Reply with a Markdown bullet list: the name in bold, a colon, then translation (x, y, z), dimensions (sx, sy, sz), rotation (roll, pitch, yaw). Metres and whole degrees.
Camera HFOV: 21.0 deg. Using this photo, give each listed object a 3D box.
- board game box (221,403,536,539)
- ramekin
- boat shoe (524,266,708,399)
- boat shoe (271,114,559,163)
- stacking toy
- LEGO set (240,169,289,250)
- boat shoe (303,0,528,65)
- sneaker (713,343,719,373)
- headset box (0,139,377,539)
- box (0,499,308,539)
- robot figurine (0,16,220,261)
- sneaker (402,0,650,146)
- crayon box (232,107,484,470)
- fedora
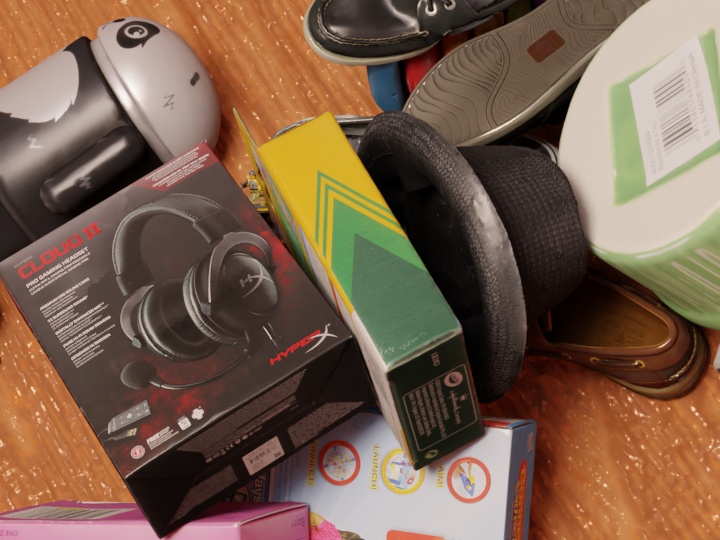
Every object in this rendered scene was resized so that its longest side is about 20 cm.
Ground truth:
- **board game box**: translation (0.000, 0.180, 1.184), dimensions (0.195, 0.056, 0.201), rotation (6, 93, 21)
- **ramekin**: translation (0.209, -0.074, 1.146), dimensions (0.200, 0.097, 0.201), rotation (-30, 49, 41)
- **boat shoe**: translation (0.121, 0.021, 1.228), dimensions (0.199, 0.068, 0.072), rotation (18, 78, 24)
- **boat shoe**: translation (0.037, -0.074, 1.292), dimensions (0.199, 0.068, 0.074), rotation (10, 74, 22)
- **stacking toy**: translation (0.100, -0.177, 1.300), dimensions (0.199, 0.116, 0.110), rotation (-7, 71, 4)
- **LEGO set**: translation (-0.098, -0.004, 1.264), dimensions (0.199, 0.154, 0.116), rotation (0, 98, 31)
- **boat shoe**: translation (0.060, -0.186, 1.222), dimensions (0.199, 0.066, 0.075), rotation (-15, 79, -12)
- **sneaker**: translation (0.247, 0.021, 1.181), dimensions (0.088, 0.074, 0.201), rotation (-22, 65, 8)
- **headset box**: translation (-0.107, 0.030, 1.125), dimensions (0.148, 0.077, 0.200), rotation (-31, 55, -9)
- **box**: translation (-0.125, 0.241, 1.151), dimensions (0.175, 0.097, 0.201), rotation (-2, 90, 23)
- **robot figurine**: translation (-0.194, -0.090, 1.344), dimensions (0.200, 0.125, 0.151), rotation (-32, 62, 3)
- **sneaker**: translation (0.125, -0.113, 1.252), dimensions (0.200, 0.106, 0.075), rotation (-32, 56, 5)
- **crayon box**: translation (0.000, 0.000, 1.118), dimensions (0.051, 0.126, 0.200), rotation (-27, 59, -7)
- **fedora**: translation (0.074, -0.018, 1.164), dimensions (0.091, 0.201, 0.201), rotation (-18, 62, -19)
